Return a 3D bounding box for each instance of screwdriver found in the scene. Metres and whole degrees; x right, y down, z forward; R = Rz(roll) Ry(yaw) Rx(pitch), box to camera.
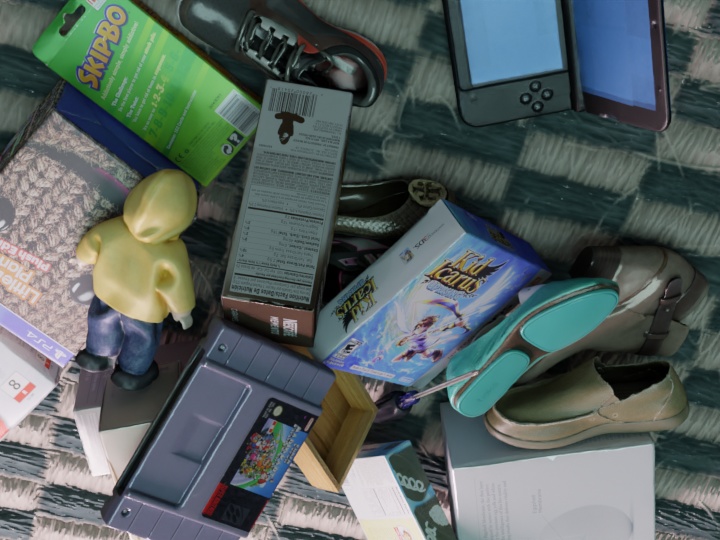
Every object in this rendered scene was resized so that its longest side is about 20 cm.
[{"bbox_3d":[0.064,0.118,1.274,0.028,0.029,0.200,59,143,1],"label":"screwdriver"}]

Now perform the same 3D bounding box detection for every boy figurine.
[{"bbox_3d":[-0.194,0.000,1.128,0.124,0.064,0.200,23,112,15],"label":"boy figurine"}]

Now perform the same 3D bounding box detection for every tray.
[{"bbox_3d":[-0.048,0.115,1.236,0.037,0.099,0.200,9,146,29],"label":"tray"}]

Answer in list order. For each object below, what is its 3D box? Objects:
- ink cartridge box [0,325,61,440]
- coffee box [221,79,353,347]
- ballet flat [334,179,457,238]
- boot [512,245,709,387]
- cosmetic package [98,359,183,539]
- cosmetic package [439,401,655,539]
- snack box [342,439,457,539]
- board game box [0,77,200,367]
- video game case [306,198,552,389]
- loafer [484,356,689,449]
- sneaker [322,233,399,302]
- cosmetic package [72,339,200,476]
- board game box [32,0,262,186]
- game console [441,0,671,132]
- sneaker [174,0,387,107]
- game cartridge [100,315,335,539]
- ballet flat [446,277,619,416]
[{"bbox_3d":[-0.419,0.094,1.277,0.162,0.050,0.200,-43,115,16],"label":"ink cartridge box"},{"bbox_3d":[-0.062,-0.047,1.130,0.080,0.114,0.200,9,71,1],"label":"coffee box"},{"bbox_3d":[-0.010,-0.063,1.221,0.200,0.067,0.046,-3,125,4],"label":"ballet flat"},{"bbox_3d":[0.248,0.057,1.301,0.146,0.070,0.200,18,124,-24],"label":"boot"},{"bbox_3d":[-0.178,0.196,1.198,0.073,0.104,0.200,-11,115,0],"label":"cosmetic package"},{"bbox_3d":[0.191,0.236,1.349,0.200,0.123,0.200,-7,118,-1],"label":"cosmetic package"},{"bbox_3d":[0.051,0.271,1.328,0.037,0.116,0.200,-28,94,-31],"label":"snack box"},{"bbox_3d":[-0.269,-0.044,1.192,0.159,0.097,0.200,37,108,-20],"label":"board game box"},{"bbox_3d":[0.065,0.029,1.218,0.181,0.045,0.200,-44,152,16],"label":"video game case"},{"bbox_3d":[0.218,0.121,1.270,0.200,0.076,0.068,-8,120,-2],"label":"loafer"},{"bbox_3d":[0.000,0.000,1.239,0.200,0.086,0.080,-7,118,-1],"label":"sneaker"},{"bbox_3d":[-0.169,0.128,1.280,0.200,0.107,0.090,-11,117,0],"label":"cosmetic package"},{"bbox_3d":[-0.186,-0.171,1.174,0.200,0.030,0.096,37,108,-22],"label":"board game box"},{"bbox_3d":[0.163,-0.213,1.127,0.170,0.118,0.200,-11,116,1],"label":"game console"},{"bbox_3d":[-0.064,-0.198,1.137,0.200,0.082,0.077,19,114,-13],"label":"sneaker"},{"bbox_3d":[-0.118,0.150,1.121,0.130,0.038,0.200,27,97,-28],"label":"game cartridge"},{"bbox_3d":[0.153,0.055,1.238,0.200,0.070,0.067,-42,130,21],"label":"ballet flat"}]
